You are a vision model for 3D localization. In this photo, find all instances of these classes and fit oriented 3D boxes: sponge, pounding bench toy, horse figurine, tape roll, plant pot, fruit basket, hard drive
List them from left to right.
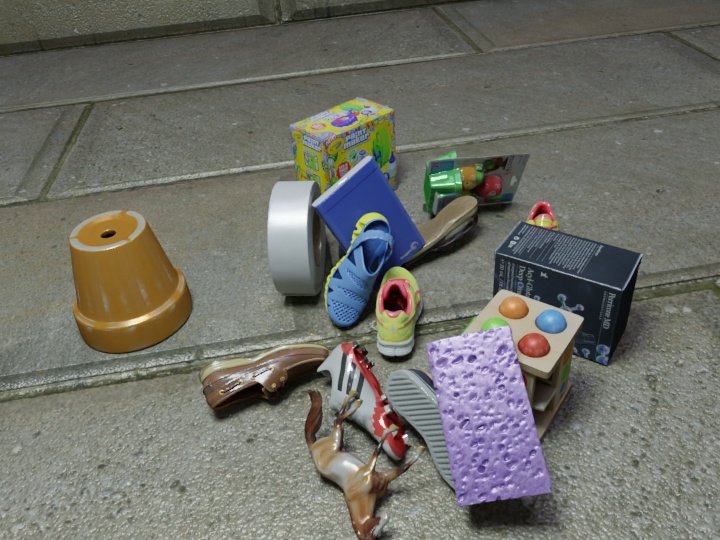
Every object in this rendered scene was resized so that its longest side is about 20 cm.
[{"bbox_3d":[-0.410,0.006,1.098,0.198,0.185,0.201,-3,36,2],"label":"plant pot"},{"bbox_3d":[-0.110,-0.058,1.138,0.070,0.204,0.203,-1,36,5],"label":"tape roll"},{"bbox_3d":[-0.011,0.239,0.821,0.199,0.050,0.133,32,87,35],"label":"horse figurine"},{"bbox_3d":[0.019,-0.081,1.122,0.132,0.201,0.025,-41,32,-9],"label":"hard drive"},{"bbox_3d":[0.229,-0.171,1.291,0.197,0.186,0.095,0,66,0],"label":"fruit basket"},{"bbox_3d":[0.153,0.175,0.775,0.110,0.030,0.202,-14,69,11],"label":"sponge"},{"bbox_3d":[0.191,0.113,0.903,0.199,0.157,0.124,20,43,31],"label":"pounding bench toy"}]

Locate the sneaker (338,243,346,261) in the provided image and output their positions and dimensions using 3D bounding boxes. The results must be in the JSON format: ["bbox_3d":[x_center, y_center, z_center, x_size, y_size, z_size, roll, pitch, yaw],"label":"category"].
[{"bbox_3d":[0.027,-0.076,1.255,0.081,0.071,0.200,11,40,25],"label":"sneaker"}]

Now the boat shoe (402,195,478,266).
[{"bbox_3d":[0.153,-0.065,1.230,0.199,0.065,0.072,-39,36,-13],"label":"boat shoe"}]

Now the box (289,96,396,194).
[{"bbox_3d":[-0.033,-0.246,1.391,0.199,0.194,0.122,-31,43,-31],"label":"box"}]

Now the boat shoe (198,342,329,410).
[{"bbox_3d":[-0.139,0.162,0.958,0.198,0.072,0.068,-11,57,-16],"label":"boat shoe"}]

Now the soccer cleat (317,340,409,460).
[{"bbox_3d":[0.001,0.191,0.905,0.085,0.069,0.201,-37,52,9],"label":"soccer cleat"}]

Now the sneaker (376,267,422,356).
[{"bbox_3d":[0.064,0.046,1.055,0.077,0.091,0.201,-3,34,5],"label":"sneaker"}]

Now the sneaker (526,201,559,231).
[{"bbox_3d":[0.332,-0.056,1.175,0.077,0.091,0.201,3,38,8],"label":"sneaker"}]

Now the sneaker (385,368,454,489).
[{"bbox_3d":[0.121,0.207,0.845,0.079,0.079,0.200,4,40,-50],"label":"sneaker"}]

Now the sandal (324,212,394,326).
[{"bbox_3d":[0.000,0.000,1.064,0.079,0.202,0.087,19,3,-19],"label":"sandal"}]

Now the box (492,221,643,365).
[{"bbox_3d":[0.319,0.032,1.006,0.198,0.150,0.107,18,42,30],"label":"box"}]
